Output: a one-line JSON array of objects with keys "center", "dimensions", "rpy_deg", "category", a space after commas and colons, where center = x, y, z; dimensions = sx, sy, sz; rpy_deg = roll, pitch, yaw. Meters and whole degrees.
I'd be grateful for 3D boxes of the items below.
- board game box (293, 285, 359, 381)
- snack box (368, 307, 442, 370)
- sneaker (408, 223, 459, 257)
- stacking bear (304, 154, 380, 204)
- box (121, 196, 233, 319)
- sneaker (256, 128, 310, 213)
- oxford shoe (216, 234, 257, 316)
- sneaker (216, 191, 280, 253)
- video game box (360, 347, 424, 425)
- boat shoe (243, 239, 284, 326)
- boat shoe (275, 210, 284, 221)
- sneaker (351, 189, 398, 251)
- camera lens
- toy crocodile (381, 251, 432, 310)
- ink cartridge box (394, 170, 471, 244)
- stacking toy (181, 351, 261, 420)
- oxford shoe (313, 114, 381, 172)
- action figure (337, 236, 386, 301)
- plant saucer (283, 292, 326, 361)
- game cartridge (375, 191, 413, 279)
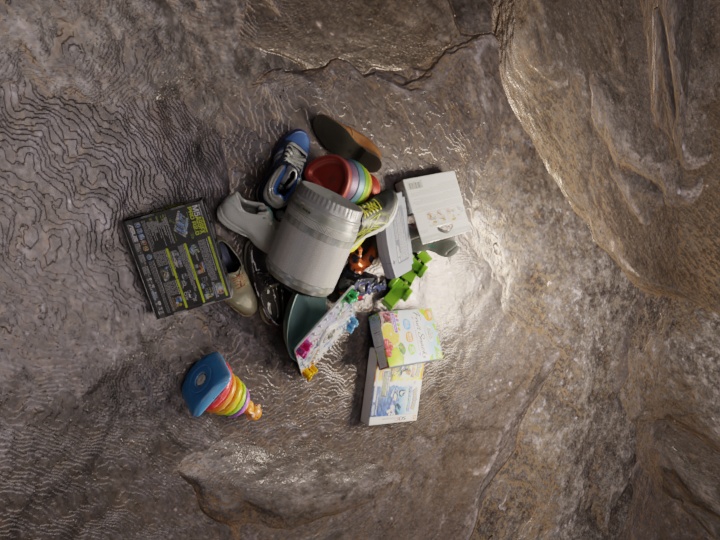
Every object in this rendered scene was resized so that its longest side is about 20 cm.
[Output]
[{"center": [-0.073, 0.154, 1.269], "dimensions": [0.200, 0.026, 0.202], "rpy_deg": [-47, 162, -21], "category": "board game box"}, {"center": [0.123, 0.181, 1.451], "dimensions": [0.195, 0.053, 0.147], "rpy_deg": [0, 73, -37], "category": "snack box"}, {"center": [0.172, -0.092, 1.473], "dimensions": [0.195, 0.081, 0.072], "rpy_deg": [14, 123, -19], "category": "sneaker"}, {"center": [-0.021, -0.200, 1.266], "dimensions": [0.198, 0.112, 0.124], "rpy_deg": [0, 62, -60], "category": "stacking bear"}, {"center": [-0.354, -0.023, 1.058], "dimensions": [0.156, 0.044, 0.206], "rpy_deg": [-16, 108, -7], "category": "box"}, {"center": [-0.146, -0.221, 1.154], "dimensions": [0.080, 0.145, 0.204], "rpy_deg": [34, 78, -26], "category": "sneaker"}, {"center": [-0.273, 0.018, 1.146], "dimensions": [0.070, 0.073, 0.203], "rpy_deg": [-40, 118, -24], "category": "oxford shoe"}, {"center": [-0.204, -0.100, 1.152], "dimensions": [0.197, 0.088, 0.077], "rpy_deg": [27, 44, -32], "category": "sneaker"}, {"center": [0.093, 0.317, 1.487], "dimensions": [0.178, 0.046, 0.207], "rpy_deg": [5, 94, -39], "category": "video game box"}, {"center": [-0.207, 0.029, 1.203], "dimensions": [0.070, 0.064, 0.206], "rpy_deg": [-19, 108, -31], "category": "boat shoe"}, {"center": [-0.111, -0.086, 1.253], "dimensions": [0.196, 0.070, 0.094], "rpy_deg": [6, 92, -38], "category": "boat shoe"}, {"center": [0.014, -0.120, 1.235], "dimensions": [0.200, 0.074, 0.085], "rpy_deg": [-45, 160, -13], "category": "sneaker"}, {"center": [-0.097, -0.060, 1.113], "dimensions": [0.157, 0.160, 0.204], "rpy_deg": [16, 106, -37], "category": "camera lens"}, {"center": [0.127, 0.024, 1.460], "dimensions": [0.067, 0.062, 0.202], "rpy_deg": [34, 73, 8], "category": "toy crocodile"}, {"center": [0.200, -0.170, 1.459], "dimensions": [0.196, 0.043, 0.179], "rpy_deg": [-15, 88, -34], "category": "ink cartridge box"}, {"center": [-0.282, 0.278, 1.175], "dimensions": [0.116, 0.109, 0.200], "rpy_deg": [-46, 133, -4], "category": "stacking toy"}, {"center": [-0.032, -0.314, 1.293], "dimensions": [0.197, 0.071, 0.073], "rpy_deg": [32, 41, -28], "category": "oxford shoe"}, {"center": [0.000, 0.000, 1.360], "dimensions": [0.199, 0.102, 0.199], "rpy_deg": [14, 95, -64], "category": "action figure"}, {"center": [-0.136, 0.105, 1.249], "dimensions": [0.200, 0.038, 0.208], "rpy_deg": [13, 89, -71], "category": "plant saucer"}, {"center": [0.083, -0.089, 1.355], "dimensions": [0.133, 0.039, 0.207], "rpy_deg": [-25, 109, -61], "category": "game cartridge"}]
